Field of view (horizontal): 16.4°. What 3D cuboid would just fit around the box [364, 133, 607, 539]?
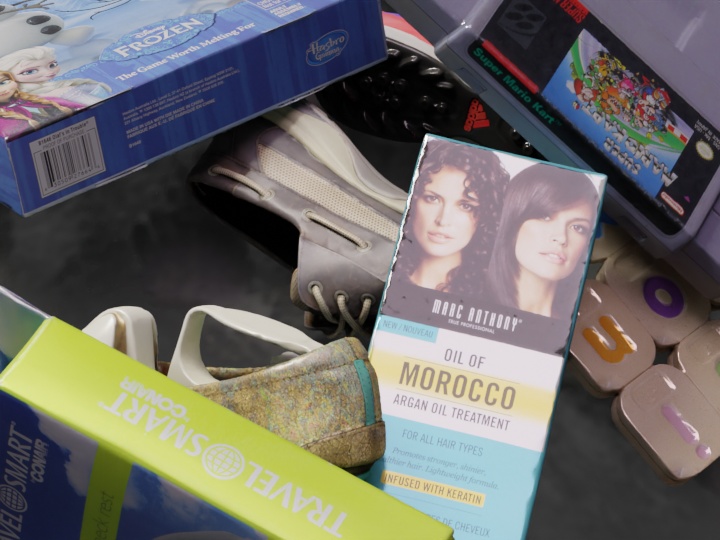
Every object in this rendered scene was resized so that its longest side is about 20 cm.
[{"bbox_3d":[0.042,0.050,1.037,0.082,0.049,0.200,13,72,4],"label":"box"}]

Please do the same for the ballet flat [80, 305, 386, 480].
[{"bbox_3d":[-0.078,0.046,1.018,0.200,0.071,0.071,3,39,32],"label":"ballet flat"}]

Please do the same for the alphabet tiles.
[{"bbox_3d":[0.173,0.011,1.137,0.200,0.015,0.196,-34,79,-34],"label":"alphabet tiles"}]

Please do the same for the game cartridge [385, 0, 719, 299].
[{"bbox_3d":[0.115,-0.095,1.102,0.200,0.038,0.130,41,51,-11],"label":"game cartridge"}]

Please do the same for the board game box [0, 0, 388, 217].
[{"bbox_3d":[-0.126,-0.106,1.173,0.200,0.043,0.199,-26,31,-29],"label":"board game box"}]

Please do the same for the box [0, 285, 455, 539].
[{"bbox_3d":[-0.070,0.100,0.963,0.200,0.122,0.048,28,50,11],"label":"box"}]

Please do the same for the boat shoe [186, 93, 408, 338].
[{"bbox_3d":[0.000,0.000,1.129,0.073,0.075,0.200,-41,60,-17],"label":"boat shoe"}]

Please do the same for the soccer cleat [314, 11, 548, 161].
[{"bbox_3d":[0.077,-0.076,1.212,0.200,0.068,0.073,22,30,9],"label":"soccer cleat"}]
